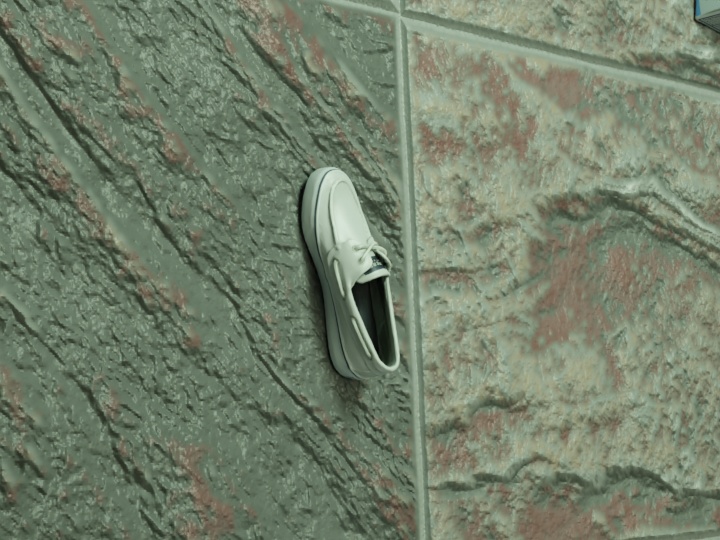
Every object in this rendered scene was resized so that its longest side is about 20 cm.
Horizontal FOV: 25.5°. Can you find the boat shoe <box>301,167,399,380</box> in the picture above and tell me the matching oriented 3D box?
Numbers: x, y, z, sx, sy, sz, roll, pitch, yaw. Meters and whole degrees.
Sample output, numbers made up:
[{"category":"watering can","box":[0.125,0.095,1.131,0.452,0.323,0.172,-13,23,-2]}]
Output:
[{"category":"boat shoe","box":[0.000,0.000,1.488,0.073,0.065,0.202,-18,96,-45]}]

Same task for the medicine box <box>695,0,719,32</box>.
[{"category":"medicine box","box":[0.527,-0.392,2.059,0.199,0.102,0.185,15,73,-44]}]
